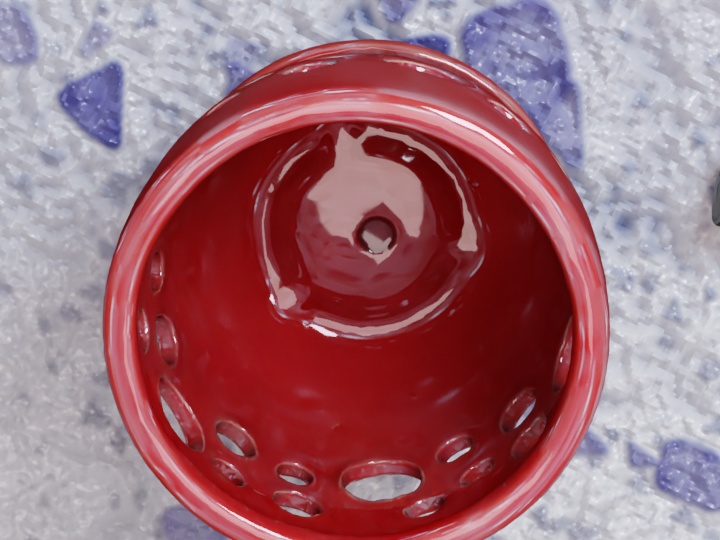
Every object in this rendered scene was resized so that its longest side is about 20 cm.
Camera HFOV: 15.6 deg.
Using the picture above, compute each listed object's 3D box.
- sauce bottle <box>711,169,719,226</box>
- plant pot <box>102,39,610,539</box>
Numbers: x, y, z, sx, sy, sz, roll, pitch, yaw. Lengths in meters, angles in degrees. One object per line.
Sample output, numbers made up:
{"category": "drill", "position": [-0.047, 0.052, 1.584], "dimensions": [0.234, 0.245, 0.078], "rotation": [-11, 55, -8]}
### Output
{"category": "sauce bottle", "position": [0.254, -0.012, 1.153], "dimensions": [0.200, 0.065, 0.065], "rotation": [14, 108, -5]}
{"category": "plant pot", "position": [0.000, 0.000, 1.101], "dimensions": [0.200, 0.183, 0.201], "rotation": [0, 109, 1]}
